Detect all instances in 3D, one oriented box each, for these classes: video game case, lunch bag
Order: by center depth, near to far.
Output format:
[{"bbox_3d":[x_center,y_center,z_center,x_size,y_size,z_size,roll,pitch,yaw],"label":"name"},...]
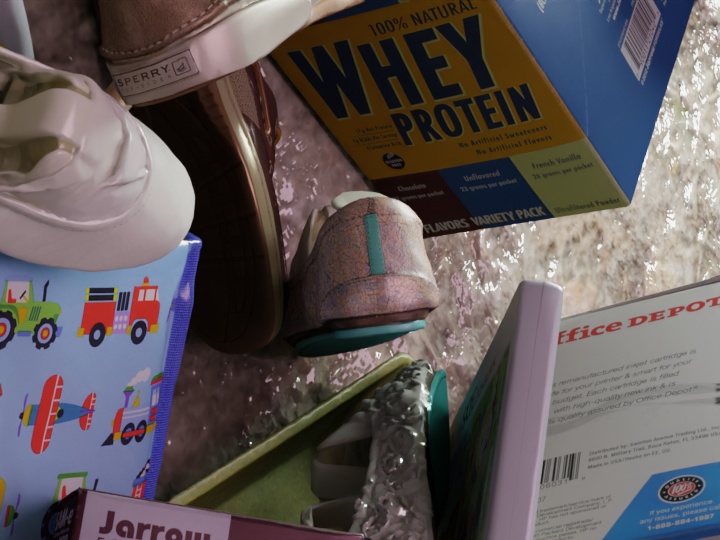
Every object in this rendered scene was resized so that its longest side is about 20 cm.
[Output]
[{"bbox_3d":[-0.144,0.081,0.736,0.151,0.094,0.200,2,90,-55],"label":"lunch bag"},{"bbox_3d":[0.048,0.129,0.844,0.182,0.022,0.200,106,-5,-65],"label":"video game case"}]

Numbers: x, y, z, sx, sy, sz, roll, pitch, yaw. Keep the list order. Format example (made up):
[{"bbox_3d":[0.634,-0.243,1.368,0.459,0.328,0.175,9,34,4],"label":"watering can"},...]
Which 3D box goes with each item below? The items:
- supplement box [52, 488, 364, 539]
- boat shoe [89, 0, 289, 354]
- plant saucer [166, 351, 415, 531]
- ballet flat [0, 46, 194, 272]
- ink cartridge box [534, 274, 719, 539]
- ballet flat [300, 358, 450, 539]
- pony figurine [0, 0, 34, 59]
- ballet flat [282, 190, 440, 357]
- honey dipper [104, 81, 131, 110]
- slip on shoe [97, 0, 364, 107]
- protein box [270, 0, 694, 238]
[{"bbox_3d":[-0.068,0.185,0.689,0.109,0.061,0.200,11,76,-13],"label":"supplement box"},{"bbox_3d":[-0.062,-0.064,0.878,0.072,0.072,0.200,-18,91,-51],"label":"boat shoe"},{"bbox_3d":[-0.019,0.163,0.904,0.200,0.048,0.200,-29,106,-51],"label":"plant saucer"},{"bbox_3d":[-0.128,-0.051,0.645,0.200,0.069,0.069,24,63,-32],"label":"ballet flat"},{"bbox_3d":[0.144,0.105,1.008,0.084,0.146,0.200,63,25,-28],"label":"ink cartridge box"},{"bbox_3d":[0.007,0.098,0.843,0.200,0.072,0.072,-84,150,-65],"label":"ballet flat"},{"bbox_3d":[-0.158,-0.144,0.719,0.193,0.167,0.200,-11,109,-51],"label":"pony figurine"},{"bbox_3d":[0.000,0.000,0.869,0.068,0.200,0.067,-8,86,-11],"label":"ballet flat"},{"bbox_3d":[-0.085,-0.083,0.774,0.038,0.038,0.200,60,38,-25],"label":"honey dipper"},{"bbox_3d":[-0.041,-0.119,0.743,0.200,0.076,0.061,-40,112,-56],"label":"slip on shoe"},{"bbox_3d":[0.060,-0.160,1.000,0.200,0.135,0.199,51,46,-34],"label":"protein box"}]
